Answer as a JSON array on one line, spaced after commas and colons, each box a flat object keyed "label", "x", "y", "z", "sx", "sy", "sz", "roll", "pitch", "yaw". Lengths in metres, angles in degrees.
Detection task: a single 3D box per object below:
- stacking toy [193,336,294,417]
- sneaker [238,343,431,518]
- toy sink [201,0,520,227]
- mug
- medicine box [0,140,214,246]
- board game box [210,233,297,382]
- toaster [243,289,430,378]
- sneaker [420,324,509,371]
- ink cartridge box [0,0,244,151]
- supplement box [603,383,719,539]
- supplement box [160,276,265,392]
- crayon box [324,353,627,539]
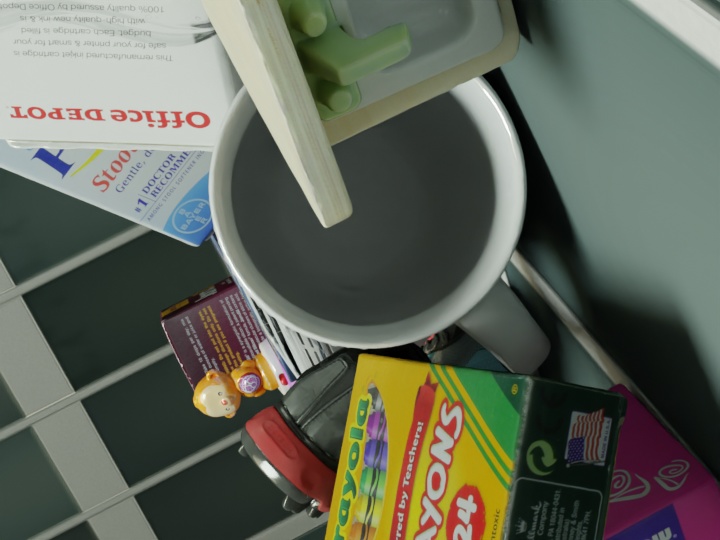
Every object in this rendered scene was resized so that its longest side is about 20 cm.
[{"label": "stacking toy", "x": -0.035, "y": 0.056, "z": 1.243, "sx": 0.110, "sy": 0.199, "sz": 0.117, "roll": 54, "pitch": 168, "yaw": 56}, {"label": "sneaker", "x": 0.017, "y": 0.087, "z": 0.913, "sx": 0.071, "sy": 0.098, "sz": 0.200, "roll": 46, "pitch": -170, "yaw": 27}, {"label": "toy sink", "x": -0.011, "y": -0.137, "z": 0.679, "sx": 0.200, "sy": 0.111, "sz": 0.131, "roll": -119, "pitch": 6, "yaw": -50}, {"label": "mug", "x": 0.017, "y": -0.020, "z": 0.839, "sx": 0.200, "sy": 0.148, "sz": 0.175, "roll": 42, "pitch": 177, "yaw": -3}, {"label": "medicine box", "x": -0.140, "y": -0.138, "z": 1.074, "sx": 0.199, "sy": 0.182, "sz": 0.103, "roll": 22, "pitch": -155, "yaw": -43}, {"label": "board game box", "x": -0.025, "y": -0.012, "z": 1.190, "sx": 0.200, "sy": 0.135, "sz": 0.035, "roll": 53, "pitch": 169, "yaw": 56}, {"label": "toaster", "x": 0.000, "y": 0.000, "z": 1.002, "sx": 0.114, "sy": 0.129, "sz": 0.201, "roll": 50, "pitch": 169, "yaw": 34}, {"label": "sneaker", "x": 0.093, "y": 0.090, "z": 1.003, "sx": 0.095, "sy": 0.079, "sz": 0.200, "roll": 42, "pitch": 168, "yaw": 33}, {"label": "ink cartridge box", "x": -0.136, "y": -0.162, "z": 0.845, "sx": 0.201, "sy": 0.145, "sz": 0.083, "roll": 82, "pitch": -166, "yaw": -48}, {"label": "supplement box", "x": 0.131, "y": 0.174, "z": 0.805, "sx": 0.201, "sy": 0.101, "sz": 0.103, "roll": 66, "pitch": 173, "yaw": -27}, {"label": "supplement box", "x": -0.084, "y": 0.037, "z": 1.569, "sx": 0.086, "sy": 0.199, "sz": 0.110, "roll": 64, "pitch": 174, "yaw": -7}, {"label": "crayon box", "x": 0.035, "y": 0.106, "z": 0.740, "sx": 0.200, "sy": 0.050, "sz": 0.128, "roll": 179, "pitch": 102, "yaw": -67}]
